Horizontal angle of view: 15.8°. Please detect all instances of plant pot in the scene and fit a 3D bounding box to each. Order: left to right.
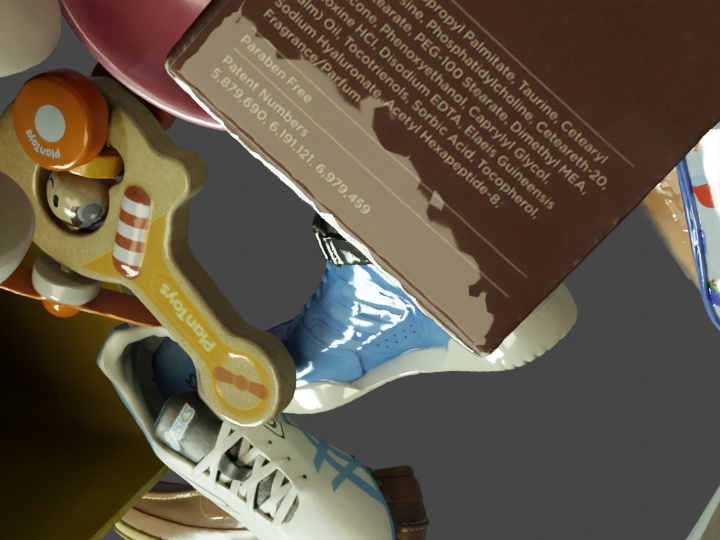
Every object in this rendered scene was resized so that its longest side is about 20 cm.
[{"bbox_3d":[-0.242,0.063,1.369,0.176,0.200,0.201,5,130,44],"label":"plant pot"}]

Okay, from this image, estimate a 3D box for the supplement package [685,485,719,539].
[{"bbox_3d":[0.239,0.181,1.209,0.199,0.110,0.114,30,137,7],"label":"supplement package"}]

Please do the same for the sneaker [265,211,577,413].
[{"bbox_3d":[0.001,-0.001,1.232,0.199,0.077,0.112,-12,115,45],"label":"sneaker"}]

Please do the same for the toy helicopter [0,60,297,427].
[{"bbox_3d":[-0.109,-0.001,1.249,0.200,0.079,0.132,50,122,8],"label":"toy helicopter"}]

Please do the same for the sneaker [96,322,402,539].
[{"bbox_3d":[-0.060,0.095,1.309,0.200,0.072,0.072,41,113,28],"label":"sneaker"}]

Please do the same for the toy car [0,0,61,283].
[{"bbox_3d":[-0.221,-0.092,1.147,0.149,0.200,0.176,-3,132,-21],"label":"toy car"}]

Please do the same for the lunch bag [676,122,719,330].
[{"bbox_3d":[0.234,-0.022,1.067,0.199,0.076,0.161,9,132,28],"label":"lunch bag"}]

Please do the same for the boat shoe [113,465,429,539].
[{"bbox_3d":[-0.047,0.125,1.384,0.199,0.072,0.068,4,94,35],"label":"boat shoe"}]

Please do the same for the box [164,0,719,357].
[{"bbox_3d":[0.059,-0.108,0.983,0.164,0.166,0.200,43,106,-6],"label":"box"}]

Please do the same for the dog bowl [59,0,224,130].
[{"bbox_3d":[-0.058,-0.148,1.144,0.199,0.074,0.201,18,133,20],"label":"dog bowl"}]
